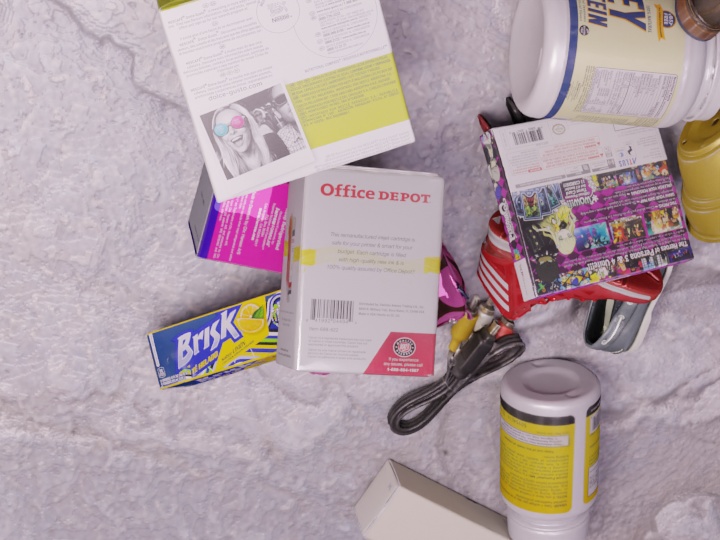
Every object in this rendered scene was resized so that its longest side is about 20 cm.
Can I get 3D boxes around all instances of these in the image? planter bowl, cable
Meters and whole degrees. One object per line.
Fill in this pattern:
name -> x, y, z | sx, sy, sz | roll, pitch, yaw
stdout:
planter bowl -> 0.391, -0.132, 1.716 | 0.083, 0.201, 0.200 | 40, 102, -21
cable -> 0.110, 0.110, 1.872 | 0.097, 0.050, 0.200 | 19, 122, -36

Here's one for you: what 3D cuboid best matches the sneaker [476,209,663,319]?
sneaker -> 0.223, 0.010, 1.806 | 0.199, 0.078, 0.116 | 23, 135, 4

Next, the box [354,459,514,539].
box -> 0.098, 0.304, 1.928 | 0.200, 0.068, 0.082 | 30, 105, -21

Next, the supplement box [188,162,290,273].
supplement box -> -0.068, -0.056, 1.718 | 0.199, 0.101, 0.104 | 12, 110, -16

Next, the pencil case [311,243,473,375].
pencil case -> 0.018, 0.045, 1.785 | 0.199, 0.091, 0.094 | -22, 103, 3

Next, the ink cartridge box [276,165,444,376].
ink cartridge box -> 0.000, 0.000, 1.629 | 0.145, 0.083, 0.201 | 4, 90, -16

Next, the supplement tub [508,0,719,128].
supplement tub -> 0.264, -0.221, 1.682 | 0.199, 0.145, 0.146 | 3, 113, -12

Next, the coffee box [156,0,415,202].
coffee box -> -0.078, -0.214, 1.591 | 0.199, 0.200, 0.198 | -17, 115, -2

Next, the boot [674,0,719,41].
boot -> 0.357, -0.333, 1.622 | 0.074, 0.201, 0.097 | 10, 155, -23

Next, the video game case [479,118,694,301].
video game case -> 0.238, -0.076, 1.728 | 0.199, 0.036, 0.182 | -13, 85, -23

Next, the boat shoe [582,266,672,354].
boat shoe -> 0.295, 0.004, 1.825 | 0.062, 0.073, 0.201 | -3, 120, -26

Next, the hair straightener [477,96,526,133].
hair straightener -> 0.206, -0.108, 1.779 | 0.077, 0.041, 0.200 | -33, 115, 5

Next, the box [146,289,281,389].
box -> -0.121, 0.069, 1.734 | 0.199, 0.070, 0.065 | -19, 82, 23

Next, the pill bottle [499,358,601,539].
pill bottle -> 0.216, 0.213, 1.884 | 0.114, 0.114, 0.201 | -5, 114, -8
